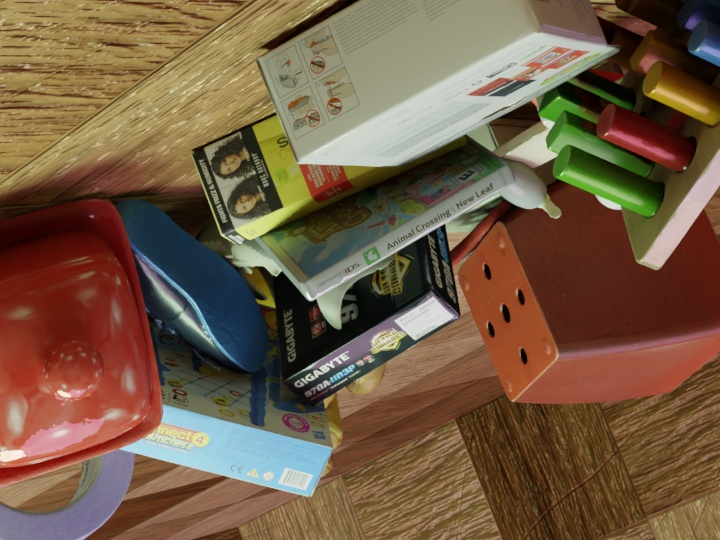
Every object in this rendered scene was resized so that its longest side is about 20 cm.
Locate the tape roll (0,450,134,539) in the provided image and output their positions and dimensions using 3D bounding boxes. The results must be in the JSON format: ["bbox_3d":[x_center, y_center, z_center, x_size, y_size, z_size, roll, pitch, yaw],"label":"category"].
[{"bbox_3d":[-0.318,0.172,1.911,0.199,0.201,0.066,-15,168,-30],"label":"tape roll"}]

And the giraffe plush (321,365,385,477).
[{"bbox_3d":[-0.043,0.112,2.266,0.162,0.200,0.173,-22,146,-29],"label":"giraffe plush"}]

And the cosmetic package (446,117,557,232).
[{"bbox_3d":[0.137,-0.088,1.886,0.103,0.073,0.200,-28,168,28],"label":"cosmetic package"}]

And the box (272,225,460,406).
[{"bbox_3d":[0.000,0.000,1.724,0.158,0.201,0.046,-31,128,21],"label":"box"}]

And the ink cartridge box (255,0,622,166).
[{"bbox_3d":[0.059,-0.150,1.400,0.199,0.084,0.175,-27,170,24],"label":"ink cartridge box"}]

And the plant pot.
[{"bbox_3d":[0.204,0.014,1.821,0.175,0.201,0.200,-16,164,-21],"label":"plant pot"}]

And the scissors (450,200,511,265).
[{"bbox_3d":[0.068,0.004,1.782,0.200,0.014,0.073,-43,176,-27],"label":"scissors"}]

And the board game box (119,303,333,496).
[{"bbox_3d":[-0.133,0.090,1.718,0.199,0.196,0.056,16,119,-19],"label":"board game box"}]

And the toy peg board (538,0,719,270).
[{"bbox_3d":[0.210,-0.145,1.453,0.097,0.201,0.200,21,122,-18],"label":"toy peg board"}]

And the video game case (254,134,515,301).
[{"bbox_3d":[0.007,-0.058,1.572,0.181,0.022,0.200,-30,-156,-7],"label":"video game case"}]

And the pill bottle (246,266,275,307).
[{"bbox_3d":[-0.169,0.061,1.905,0.199,0.113,0.112,-17,168,-26],"label":"pill bottle"}]

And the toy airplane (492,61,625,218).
[{"bbox_3d":[0.194,-0.118,1.666,0.198,0.142,0.200,-17,169,-19],"label":"toy airplane"}]

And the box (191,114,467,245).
[{"bbox_3d":[-0.024,-0.093,1.544,0.199,0.076,0.050,-22,169,7],"label":"box"}]

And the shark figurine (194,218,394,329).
[{"bbox_3d":[-0.082,-0.030,1.688,0.214,0.128,0.090,8,-120,49],"label":"shark figurine"}]

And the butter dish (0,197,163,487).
[{"bbox_3d":[-0.232,0.064,1.493,0.198,0.201,0.148,-17,-166,-25],"label":"butter dish"}]

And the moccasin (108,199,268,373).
[{"bbox_3d":[-0.151,0.011,1.650,0.068,0.200,0.081,-13,-141,36],"label":"moccasin"}]
